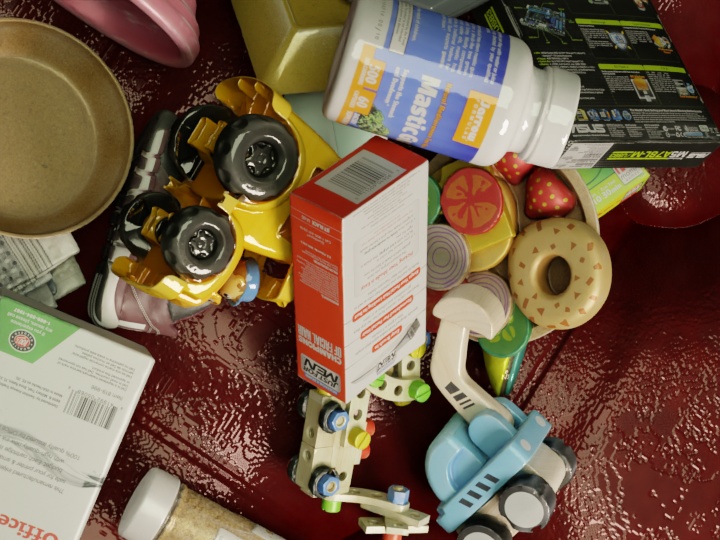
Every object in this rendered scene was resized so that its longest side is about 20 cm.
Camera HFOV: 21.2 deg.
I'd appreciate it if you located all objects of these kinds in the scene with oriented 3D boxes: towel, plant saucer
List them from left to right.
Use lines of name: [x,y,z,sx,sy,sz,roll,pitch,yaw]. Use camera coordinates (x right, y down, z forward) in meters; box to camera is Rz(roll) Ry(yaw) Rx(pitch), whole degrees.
towel: [-0.361,-0.027,1.684,0.192,0.035,0.201,-30,94,-14]
plant saucer: [-0.297,-0.120,1.679,0.199,0.035,0.201,7,73,-23]
plant saucer: [-0.217,-0.250,1.650,0.200,0.200,0.051,34,80,-9]
plant saucer: [-0.010,-0.243,1.718,0.199,0.049,0.200,-6,44,-14]

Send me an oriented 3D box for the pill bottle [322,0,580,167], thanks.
pill bottle: [0.077,-0.152,1.604,0.199,0.112,0.113,16,82,-6]

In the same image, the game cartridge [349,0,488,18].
game cartridge: [0.025,-0.282,1.703,0.133,0.042,0.200,-32,56,-29]

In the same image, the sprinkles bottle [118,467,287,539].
sprinkles bottle: [-0.114,0.250,1.708,0.200,0.068,0.068,30,79,-10]

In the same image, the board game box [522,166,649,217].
board game box: [0.163,-0.132,1.778,0.101,0.048,0.200,-34,80,-12]

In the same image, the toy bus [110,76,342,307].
toy bus: [-0.088,-0.036,1.650,0.192,0.136,0.200,36,81,-29]

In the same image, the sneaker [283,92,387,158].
sneaker: [-0.040,-0.071,1.754,0.118,0.074,0.201,6,92,1]

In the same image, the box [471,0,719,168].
box: [0.213,-0.183,1.754,0.199,0.048,0.194,-4,58,-38]

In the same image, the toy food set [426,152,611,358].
toy food set: [0.121,-0.025,1.728,0.197,0.049,0.201,-23,84,27]

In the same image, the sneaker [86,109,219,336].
sneaker: [-0.164,-0.035,1.721,0.115,0.076,0.201,17,92,-17]

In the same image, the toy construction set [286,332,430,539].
toy construction set: [0.007,0.148,1.741,0.131,0.092,0.201,-3,94,-39]

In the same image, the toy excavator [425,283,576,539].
toy excavator: [0.104,0.137,1.716,0.200,0.100,0.195,42,121,1]

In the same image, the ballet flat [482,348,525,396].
ballet flat: [0.142,0.018,1.798,0.067,0.067,0.201,20,78,10]

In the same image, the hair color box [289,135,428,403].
hair color box: [0.000,0.000,1.630,0.111,0.064,0.201,-36,139,-36]

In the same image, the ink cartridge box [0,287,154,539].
ink cartridge box: [-0.282,0.135,1.652,0.146,0.083,0.201,24,89,-12]
